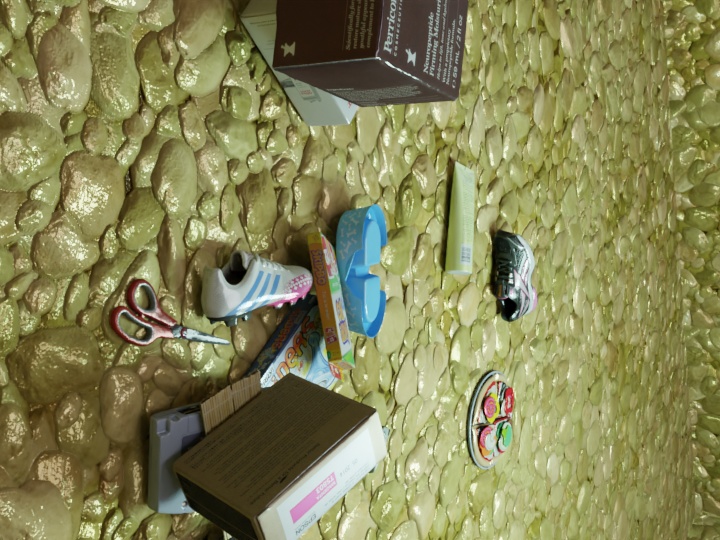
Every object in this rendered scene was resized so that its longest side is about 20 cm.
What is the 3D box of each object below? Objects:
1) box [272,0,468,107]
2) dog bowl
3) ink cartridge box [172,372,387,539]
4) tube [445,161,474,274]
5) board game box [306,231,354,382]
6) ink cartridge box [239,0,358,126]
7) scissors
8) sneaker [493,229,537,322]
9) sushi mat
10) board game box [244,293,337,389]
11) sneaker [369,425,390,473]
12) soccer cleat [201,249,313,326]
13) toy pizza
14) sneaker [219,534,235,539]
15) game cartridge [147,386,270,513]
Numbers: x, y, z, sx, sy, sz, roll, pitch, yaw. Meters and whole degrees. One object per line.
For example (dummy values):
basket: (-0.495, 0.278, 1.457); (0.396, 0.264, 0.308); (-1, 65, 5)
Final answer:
box: (0.017, -0.313, 1.142); (0.199, 0.162, 0.169); (9, 86, -55)
dog bowl: (0.000, 0.000, 1.386); (0.111, 0.049, 0.204); (-14, 106, -69)
ink cartridge box: (-0.093, 0.223, 1.064); (0.199, 0.163, 0.076); (-35, 126, -33)
tube: (0.188, -0.095, 1.679); (0.058, 0.051, 0.204); (147, -52, -81)
board game box: (-0.041, 0.054, 1.283); (0.096, 0.029, 0.203); (51, 30, -74)
ink cartridge box: (-0.059, -0.322, 1.247); (0.201, 0.082, 0.148); (56, 50, -43)
scissors: (-0.229, 0.079, 1.104); (0.200, 0.014, 0.074); (46, 54, -49)
sneaker: (0.308, 0.018, 1.843); (0.086, 0.080, 0.202); (-37, 118, -35)
sushi mat: (-0.150, 0.232, 1.137); (0.095, 0.012, 0.203); (-24, 117, -40)
board game box: (-0.095, 0.151, 1.288); (0.201, 0.034, 0.136); (-57, 136, -35)
sneaker: (-0.017, 0.268, 1.385); (0.199, 0.073, 0.090); (33, 65, -52)
soccer cleat: (-0.130, 0.009, 1.189); (0.199, 0.069, 0.088); (-23, 113, -53)
toy pizza: (0.278, 0.310, 1.866); (0.199, 0.031, 0.204); (-10, 101, -56)
sneaker: (-0.191, 0.389, 1.150); (0.074, 0.081, 0.200); (68, 21, -11)
game cartridge: (-0.180, 0.229, 1.139); (0.198, 0.041, 0.136); (-7, 102, -46)
